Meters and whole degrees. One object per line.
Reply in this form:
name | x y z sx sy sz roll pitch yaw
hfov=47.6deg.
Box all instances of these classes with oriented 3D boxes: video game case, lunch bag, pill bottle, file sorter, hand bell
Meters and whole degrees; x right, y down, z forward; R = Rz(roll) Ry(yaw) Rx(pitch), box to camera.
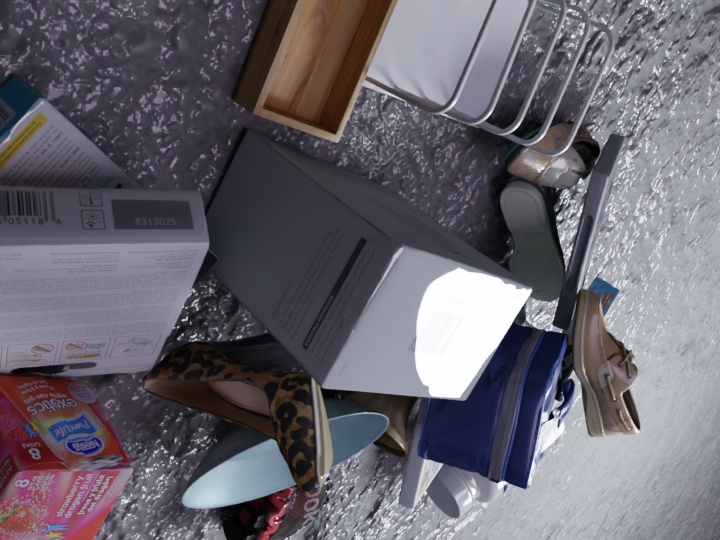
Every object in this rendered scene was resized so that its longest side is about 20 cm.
video game case | 0.270 -0.052 0.964 0.200 0.022 0.185 -43 146 -60
video game case | 0.097 0.151 0.957 0.182 0.023 0.204 -21 124 -70
lunch bag | 0.152 0.130 0.851 0.200 0.130 0.138 -30 133 -66
pill bottle | 0.178 0.245 1.123 0.199 0.111 0.112 -34 137 -24
file sorter | 0.114 -0.196 0.731 0.198 0.124 0.141 7 112 -47
hand bell | 0.060 0.098 0.935 0.201 0.103 0.105 -55 144 -20

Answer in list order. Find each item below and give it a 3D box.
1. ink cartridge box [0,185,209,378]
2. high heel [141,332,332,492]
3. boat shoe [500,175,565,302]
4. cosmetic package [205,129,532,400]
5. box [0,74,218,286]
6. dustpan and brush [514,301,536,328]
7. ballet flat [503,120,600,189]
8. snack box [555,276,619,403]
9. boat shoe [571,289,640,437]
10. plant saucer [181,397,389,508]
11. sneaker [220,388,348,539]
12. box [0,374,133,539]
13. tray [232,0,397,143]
ink cartridge box | -0.203 0.016 0.559 0.160 0.051 0.200 -2 153 -28
high heel | -0.097 0.113 0.613 0.140 0.201 0.073 -13 117 -6
boat shoe | 0.216 -0.043 0.986 0.062 0.072 0.202 -58 142 -32
cosmetic package | 0.000 0.000 0.690 0.198 0.200 0.124 15 110 -49
box | -0.192 -0.038 0.582 0.082 0.049 0.200 -48 141 -7
dustpan and brush | 0.201 0.094 1.064 0.137 0.057 0.204 4 81 -21
ballet flat | 0.221 -0.125 0.890 0.068 0.067 0.199 -50 168 34
snack box | 0.248 0.115 1.004 0.201 0.037 0.116 -55 162 -14
boat shoe | 0.276 0.104 0.909 0.072 0.063 0.202 -64 143 -46
plant saucer | -0.071 0.159 0.743 0.198 0.039 0.202 -21 156 -9
sneaker | -0.065 0.213 0.879 0.097 0.071 0.202 25 100 -51
box | -0.266 0.185 0.606 0.095 0.100 0.201 13 116 -49
tray | -0.021 -0.212 0.649 0.098 0.037 0.203 9 109 -48
